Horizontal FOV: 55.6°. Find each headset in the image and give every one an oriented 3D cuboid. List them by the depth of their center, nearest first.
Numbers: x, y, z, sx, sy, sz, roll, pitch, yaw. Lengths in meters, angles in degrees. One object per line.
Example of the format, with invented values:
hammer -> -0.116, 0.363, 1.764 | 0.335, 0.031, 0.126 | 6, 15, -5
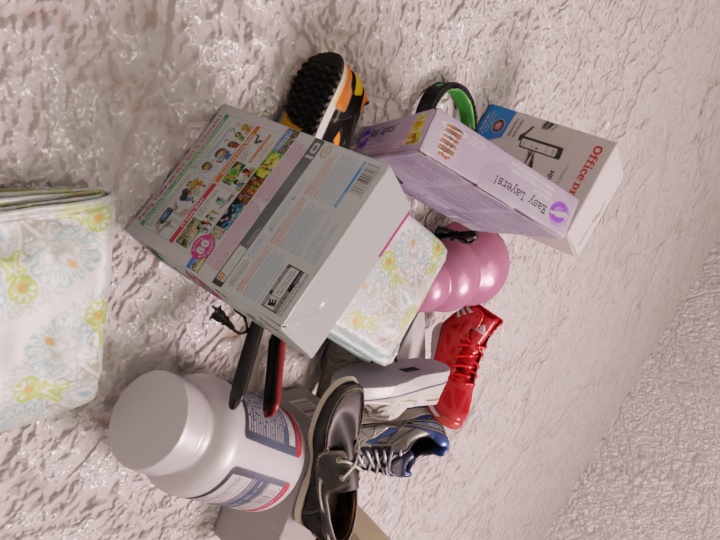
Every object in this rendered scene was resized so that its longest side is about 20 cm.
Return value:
headset -> 0.119, -0.138, 0.880 | 0.123, 0.093, 0.202 | -12, 110, -50

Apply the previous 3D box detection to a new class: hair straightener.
hair straightener -> -0.105, 0.037, 0.663 | 0.076, 0.041, 0.202 | 15, 67, -21

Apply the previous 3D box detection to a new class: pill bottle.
pill bottle -> -0.151, 0.171, 0.692 | 0.120, 0.119, 0.200 | -57, 147, -9

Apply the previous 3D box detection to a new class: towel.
towel -> -0.267, 0.034, 0.502 | 0.170, 0.048, 0.202 | -11, 121, -50
towel -> 0.000, 0.000, 0.794 | 0.200, 0.048, 0.172 | 35, 79, -35

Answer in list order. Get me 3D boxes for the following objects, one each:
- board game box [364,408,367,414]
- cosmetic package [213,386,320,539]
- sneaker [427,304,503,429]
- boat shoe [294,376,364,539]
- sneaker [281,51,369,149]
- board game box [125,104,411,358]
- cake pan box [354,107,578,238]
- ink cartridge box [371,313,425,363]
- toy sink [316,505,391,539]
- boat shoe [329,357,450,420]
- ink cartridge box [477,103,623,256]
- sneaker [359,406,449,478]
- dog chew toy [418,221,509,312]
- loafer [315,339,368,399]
board game box -> -0.026, 0.245, 1.001 | 0.199, 0.032, 0.121 | -6, 120, -53
cosmetic package -> -0.095, 0.260, 0.844 | 0.090, 0.106, 0.202 | 2, 112, -53
sneaker -> 0.148, 0.121, 0.985 | 0.116, 0.078, 0.201 | -53, -159, 39
boat shoe -> -0.020, 0.214, 0.763 | 0.071, 0.067, 0.202 | -6, 114, -43
sneaker -> -0.049, -0.110, 0.686 | 0.090, 0.070, 0.201 | 29, 86, -54
board game box -> -0.080, -0.042, 0.570 | 0.148, 0.199, 0.064 | -55, 146, -12
cake pan box -> 0.109, -0.097, 0.742 | 0.199, 0.184, 0.053 | 27, 87, -20
ink cartridge box -> 0.057, 0.152, 1.008 | 0.109, 0.050, 0.201 | -57, 152, -43
toy sink -> -0.025, 0.412, 0.933 | 0.131, 0.200, 0.112 | -50, 152, 1
boat shoe -> 0.037, 0.156, 0.862 | 0.199, 0.071, 0.071 | 0, 106, -49
ink cartridge box -> 0.243, -0.130, 0.961 | 0.147, 0.199, 0.084 | -59, 147, -7
sneaker -> 0.033, 0.243, 0.934 | 0.198, 0.085, 0.078 | -14, 131, -17
dog chew toy -> 0.121, 0.001, 0.952 | 0.199, 0.124, 0.126 | -20, 128, -44
loafer -> -0.018, 0.098, 0.880 | 0.070, 0.070, 0.202 | 22, 86, -52
